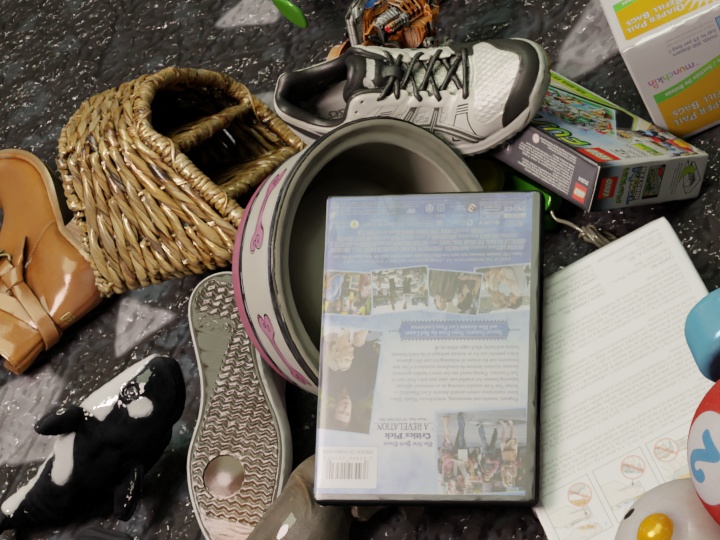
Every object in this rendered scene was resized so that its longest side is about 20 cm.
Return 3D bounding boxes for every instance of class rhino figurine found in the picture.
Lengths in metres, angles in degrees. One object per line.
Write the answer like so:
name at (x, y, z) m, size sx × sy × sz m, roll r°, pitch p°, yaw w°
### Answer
rhino figurine at (-0.052, 0.197, 1.444) m, size 0.200 × 0.060 × 0.087 m, roll -49°, pitch 37°, yaw -15°

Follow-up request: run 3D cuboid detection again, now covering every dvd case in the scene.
dvd case at (0.044, 0.049, 1.410) m, size 0.142 × 0.018 × 0.201 m, roll -1°, pitch 76°, yaw 14°

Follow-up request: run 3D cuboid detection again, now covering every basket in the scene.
basket at (-0.113, -0.081, 1.635) m, size 0.148 × 0.143 × 0.200 m, roll -14°, pitch 9°, yaw 20°

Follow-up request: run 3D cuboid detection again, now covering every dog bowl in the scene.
dog bowl at (0.000, 0.000, 1.513) m, size 0.074 × 0.200 × 0.201 m, roll -7°, pitch 44°, yaw 51°

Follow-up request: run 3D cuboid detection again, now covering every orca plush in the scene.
orca plush at (-0.186, 0.144, 1.545) m, size 0.200 × 0.105 × 0.071 m, roll -35°, pitch 59°, yaw 13°

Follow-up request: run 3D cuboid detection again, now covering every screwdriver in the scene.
screwdriver at (-0.137, 0.190, 1.484) m, size 0.028 × 0.029 × 0.200 m, roll -7°, pitch 2°, yaw -34°

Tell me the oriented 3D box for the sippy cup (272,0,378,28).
sippy cup at (0.013, -0.274, 1.818) m, size 0.130 × 0.139 × 0.178 m, roll 45°, pitch 119°, yaw 38°

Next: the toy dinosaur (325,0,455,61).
toy dinosaur at (0.010, -0.140, 1.675) m, size 0.200 × 0.136 × 0.102 m, roll -43°, pitch 43°, yaw -11°

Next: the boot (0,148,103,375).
boot at (-0.275, -0.005, 1.780) m, size 0.200 × 0.077 × 0.155 m, roll 28°, pitch 72°, yaw 37°

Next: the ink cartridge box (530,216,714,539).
ink cartridge box at (0.166, 0.089, 1.406) m, size 0.162 × 0.057 × 0.201 m, roll -28°, pitch 71°, yaw 5°

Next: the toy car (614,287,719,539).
toy car at (0.202, 0.146, 1.269) m, size 0.200 × 0.177 × 0.185 m, roll -33°, pitch 51°, yaw 18°

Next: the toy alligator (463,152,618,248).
toy alligator at (0.100, -0.050, 1.599) m, size 0.200 × 0.059 × 0.054 m, roll 40°, pitch 112°, yaw 31°

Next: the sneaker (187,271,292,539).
sneaker at (-0.075, 0.106, 1.550) m, size 0.072 × 0.085 × 0.201 m, roll -8°, pitch 68°, yaw 14°

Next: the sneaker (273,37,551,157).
sneaker at (0.031, -0.120, 1.534) m, size 0.199 × 0.088 × 0.076 m, roll -13°, pitch 66°, yaw 29°

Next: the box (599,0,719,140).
box at (0.231, -0.203, 1.626) m, size 0.112 × 0.101 × 0.200 m, roll -23°, pitch 42°, yaw 11°

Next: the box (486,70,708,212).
box at (0.136, -0.100, 1.579) m, size 0.110 × 0.035 × 0.200 m, roll -8°, pitch 30°, yaw -39°

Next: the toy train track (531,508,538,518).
toy train track at (0.165, 0.079, 1.451) m, size 0.114 × 0.033 × 0.201 m, roll 14°, pitch 64°, yaw 31°
